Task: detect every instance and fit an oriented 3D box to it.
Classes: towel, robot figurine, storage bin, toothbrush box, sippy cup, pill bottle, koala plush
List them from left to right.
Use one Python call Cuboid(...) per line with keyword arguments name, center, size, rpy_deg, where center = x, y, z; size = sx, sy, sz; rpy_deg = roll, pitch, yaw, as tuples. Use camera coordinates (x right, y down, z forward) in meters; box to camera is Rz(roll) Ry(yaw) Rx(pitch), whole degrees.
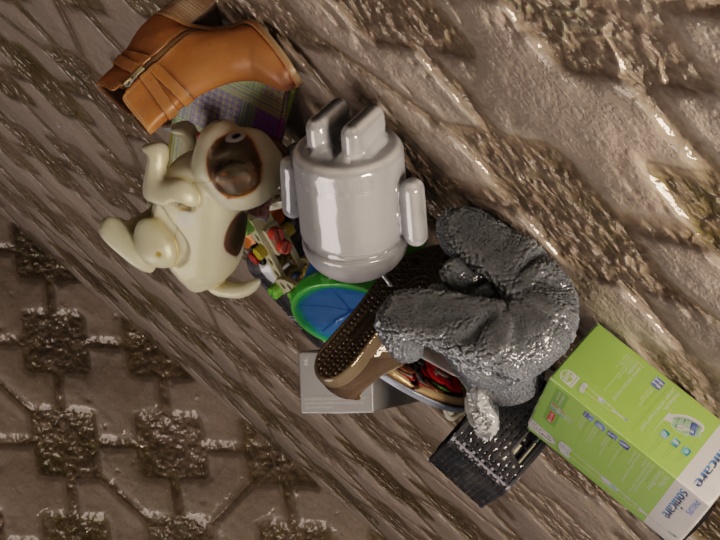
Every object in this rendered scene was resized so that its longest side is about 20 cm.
Cuboid(name="towel", center=(-0.149, -0.158, 1.708), size=(0.143, 0.023, 0.201), rpy_deg=(27, 130, 16))
Cuboid(name="pill bottle", center=(-0.079, 0.000, 2.005), size=(0.200, 0.106, 0.106), rpy_deg=(49, 164, -23))
Cuboid(name="robot figurine", center=(-0.009, -0.072, 1.539), size=(0.169, 0.113, 0.201), rpy_deg=(15, 127, 29))
Cuboid(name="sippy cup", center=(0.000, 0.000, 1.707), size=(0.177, 0.131, 0.140), rpy_deg=(0, 146, 20))
Cuboid(name="koala plush", center=(0.139, 0.073, 1.527), size=(0.183, 0.178, 0.200), rpy_deg=(24, 154, 26))
Cuboid(name="storage bin", center=(0.169, 0.200, 1.843), size=(0.094, 0.135, 0.200), rpy_deg=(41, 165, 7))
Cuboid(name="toothbrush box", center=(0.281, 0.170, 1.542), size=(0.200, 0.086, 0.146), rpy_deg=(40, 158, 16))

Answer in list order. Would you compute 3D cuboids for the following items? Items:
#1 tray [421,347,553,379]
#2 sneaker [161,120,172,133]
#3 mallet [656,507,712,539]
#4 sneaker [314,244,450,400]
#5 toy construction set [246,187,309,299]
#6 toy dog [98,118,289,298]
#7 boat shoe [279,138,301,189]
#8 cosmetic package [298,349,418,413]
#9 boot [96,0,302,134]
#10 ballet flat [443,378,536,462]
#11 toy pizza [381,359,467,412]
Cuboid(name="tray", center=(0.129, 0.090, 1.694), size=(0.107, 0.022, 0.199), rpy_deg=(26, -167, 38))
Cuboid(name="sneaker", center=(-0.150, -0.165, 1.815), size=(0.108, 0.070, 0.199), rpy_deg=(41, 160, -33))
Cuboid(name="mallet", center=(0.310, 0.218, 1.665), size=(0.200, 0.066, 0.041), rpy_deg=(49, 162, -17))
Cuboid(name="sneaker", center=(0.037, 0.056, 1.610), size=(0.070, 0.200, 0.076), rpy_deg=(49, 180, 38))
Cuboid(name="toy construction set", center=(-0.091, -0.036, 1.864), size=(0.131, 0.092, 0.201), rpy_deg=(30, 138, 49))
Cuboid(name="toy dog", center=(-0.165, -0.077, 1.660), size=(0.194, 0.139, 0.200), rpy_deg=(49, 125, 13))
Cuboid(name="boat shoe", center=(-0.057, -0.103, 1.682), size=(0.200, 0.070, 0.071), rpy_deg=(2, 120, 60))
Cuboid(name="cosmetic package", center=(0.004, 0.140, 1.992), size=(0.106, 0.091, 0.200), rpy_deg=(-3, -179, 23))
Cuboid(name="boot", center=(-0.171, -0.203, 1.589), size=(0.200, 0.155, 0.077), rpy_deg=(36, 163, 24))
Cuboid(name="ballet flat", center=(0.149, 0.190, 2.016), size=(0.200, 0.062, 0.068), rpy_deg=(40, 165, 13))
Cuboid(name="toy pizza", center=(0.058, 0.109, 1.877), size=(0.199, 0.032, 0.200), rpy_deg=(30, -168, -7))
